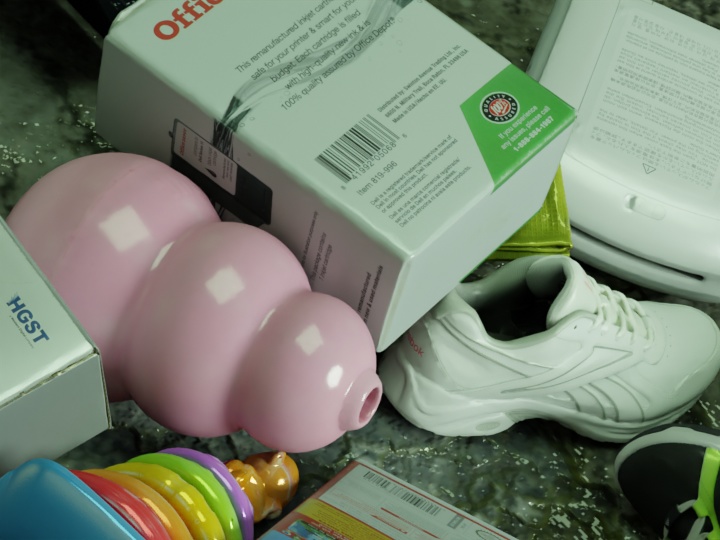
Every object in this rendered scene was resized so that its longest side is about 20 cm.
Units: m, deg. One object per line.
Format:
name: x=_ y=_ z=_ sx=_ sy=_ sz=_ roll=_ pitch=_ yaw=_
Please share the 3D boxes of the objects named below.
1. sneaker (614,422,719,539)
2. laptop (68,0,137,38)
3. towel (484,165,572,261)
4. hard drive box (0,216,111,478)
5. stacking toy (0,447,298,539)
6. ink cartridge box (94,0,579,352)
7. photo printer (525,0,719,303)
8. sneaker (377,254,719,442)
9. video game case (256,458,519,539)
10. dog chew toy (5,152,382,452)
sneaker: x=0.201 y=0.156 z=1.343 sx=0.200 sy=0.072 sz=0.083 roll=38 pitch=45 yaw=17
laptop: x=-0.148 y=-0.211 z=1.546 sx=0.200 sy=0.103 sz=0.177 roll=-22 pitch=59 yaw=-39
towel: x=0.011 y=-0.046 z=1.406 sx=0.200 sy=0.018 sz=0.086 roll=2 pitch=59 yaw=-11
hard drive box: x=-0.238 y=0.048 z=1.206 sx=0.200 sy=0.077 sz=0.156 roll=-30 pitch=63 yaw=-17
stacking toy: x=-0.088 y=0.123 z=1.241 sx=0.110 sy=0.116 sz=0.200 roll=40 pitch=33 yaw=15
ink cartridge box: x=-0.016 y=-0.077 z=1.359 sx=0.200 sy=0.083 sz=0.147 roll=38 pitch=54 yaw=16
photo printer: x=0.167 y=-0.071 z=1.565 sx=0.166 sy=0.069 sz=0.200 roll=23 pitch=42 yaw=0
sneaker: x=0.114 y=0.035 z=1.408 sx=0.200 sy=0.099 sz=0.078 roll=-4 pitch=48 yaw=-27
video game case: x=0.029 y=0.148 z=1.246 sx=0.143 sy=0.017 sz=0.200 roll=27 pitch=16 yaw=11
dog chew toy: x=-0.080 y=0.023 z=1.302 sx=0.200 sy=0.125 sz=0.125 roll=25 pitch=40 yaw=20
